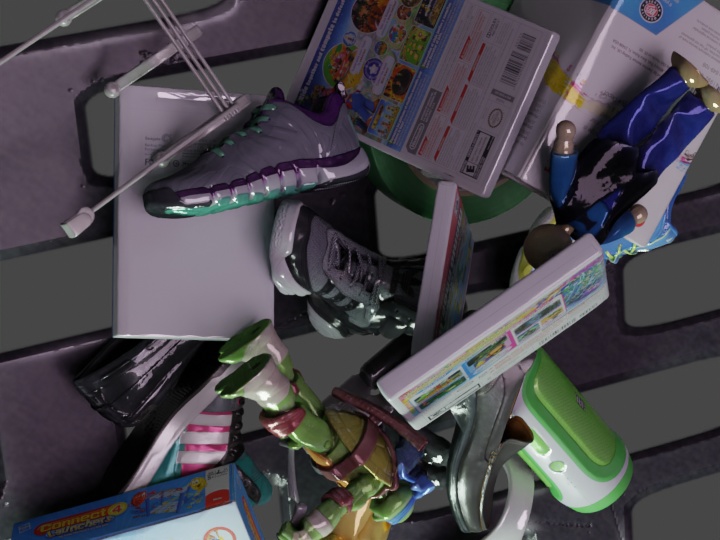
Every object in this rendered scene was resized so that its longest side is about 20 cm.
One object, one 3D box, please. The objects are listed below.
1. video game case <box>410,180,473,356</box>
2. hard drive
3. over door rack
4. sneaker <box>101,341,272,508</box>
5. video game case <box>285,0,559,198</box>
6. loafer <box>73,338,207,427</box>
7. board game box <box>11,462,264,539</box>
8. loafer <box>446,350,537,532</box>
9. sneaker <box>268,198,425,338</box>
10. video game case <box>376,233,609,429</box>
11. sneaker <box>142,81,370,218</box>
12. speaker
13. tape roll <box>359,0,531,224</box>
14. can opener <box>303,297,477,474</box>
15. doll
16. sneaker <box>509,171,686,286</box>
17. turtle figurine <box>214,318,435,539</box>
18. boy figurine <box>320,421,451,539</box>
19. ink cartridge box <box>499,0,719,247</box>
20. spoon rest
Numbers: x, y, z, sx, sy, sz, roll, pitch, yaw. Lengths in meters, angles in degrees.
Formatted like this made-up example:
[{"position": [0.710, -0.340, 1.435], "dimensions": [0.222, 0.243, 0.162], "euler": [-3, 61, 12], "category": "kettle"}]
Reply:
[{"position": [0.070, 0.019, 1.696], "dimensions": [0.017, 0.200, 0.144], "euler": [8, 79, 8], "category": "video game case"}, {"position": [-0.134, -0.045, 1.647], "dimensions": [0.131, 0.025, 0.201], "euler": [2, 83, -22], "category": "hard drive"}, {"position": [-0.201, -0.134, 1.575], "dimensions": [0.200, 0.067, 0.148], "euler": [-40, 99, -32], "category": "over door rack"}, {"position": [-0.115, 0.143, 1.726], "dimensions": [0.121, 0.084, 0.200], "euler": [34, 97, -25], "category": "sneaker"}, {"position": [0.047, -0.162, 1.661], "dimensions": [0.018, 0.200, 0.144], "euler": [12, 103, -65], "category": "video game case"}, {"position": [-0.156, 0.037, 1.682], "dimensions": [0.070, 0.068, 0.201], "euler": [42, 83, -24], "category": "loafer"}, {"position": [-0.168, 0.278, 1.710], "dimensions": [0.195, 0.056, 0.201], "euler": [-15, 120, 4], "category": "board game box"}, {"position": [0.114, 0.146, 1.773], "dimensions": [0.072, 0.073, 0.201], "euler": [5, 123, 10], "category": "loafer"}, {"position": [0.000, 0.000, 1.684], "dimensions": [0.200, 0.113, 0.076], "euler": [57, 41, -61], "category": "sneaker"}, {"position": [0.110, 0.052, 1.620], "dimensions": [0.200, 0.182, 0.024], "euler": [-35, 75, 0], "category": "video game case"}, {"position": [-0.090, -0.096, 1.620], "dimensions": [0.199, 0.074, 0.088], "euler": [-13, 89, -33], "category": "sneaker"}, {"position": [0.168, 0.134, 1.862], "dimensions": [0.088, 0.088, 0.200], "euler": [-46, 120, -7], "category": "speaker"}, {"position": [0.087, -0.142, 1.759], "dimensions": [0.200, 0.048, 0.201], "euler": [-8, 109, -24], "category": "tape roll"}, {"position": [0.028, 0.103, 1.816], "dimensions": [0.200, 0.053, 0.067], "euler": [-40, 153, -11], "category": "can opener"}, {"position": [0.199, -0.080, 1.609], "dimensions": [0.200, 0.048, 0.136], "euler": [-49, 131, 6], "category": "doll"}, {"position": [0.218, -0.033, 1.818], "dimensions": [0.200, 0.105, 0.076], "euler": [-58, 159, -1], "category": "sneaker"}, {"position": [-0.061, 0.152, 1.627], "dimensions": [0.194, 0.200, 0.144], "euler": [54, 45, -21], "category": "turtle figurine"}, {"position": [0.010, 0.214, 1.765], "dimensions": [0.200, 0.064, 0.125], "euler": [-49, 156, -45], "category": "boy figurine"}, {"position": [0.196, -0.150, 1.699], "dimensions": [0.146, 0.146, 0.200], "euler": [27, 94, -31], "category": "ink cartridge box"}, {"position": [0.107, 0.266, 1.891], "dimensions": [0.099, 0.061, 0.201], "euler": [21, 95, -30], "category": "spoon rest"}]
